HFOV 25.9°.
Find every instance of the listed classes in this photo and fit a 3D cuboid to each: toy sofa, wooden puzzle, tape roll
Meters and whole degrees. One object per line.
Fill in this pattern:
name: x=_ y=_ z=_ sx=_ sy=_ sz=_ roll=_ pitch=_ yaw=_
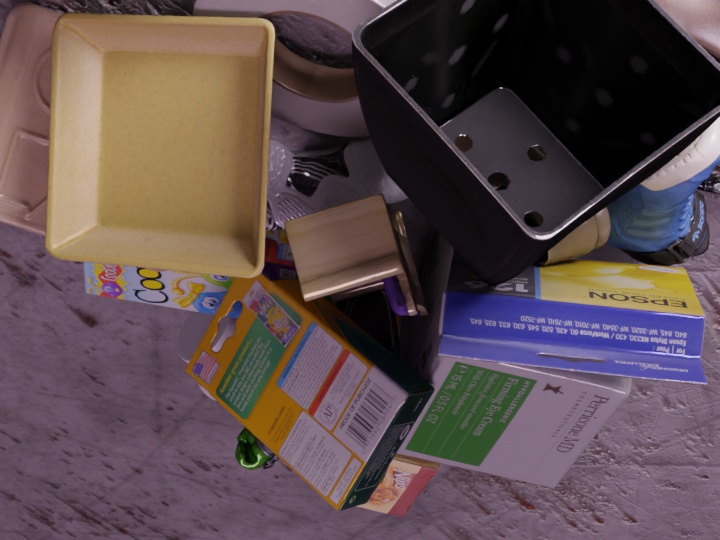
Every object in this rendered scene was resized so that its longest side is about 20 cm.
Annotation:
toy sofa: x=0.000 y=0.000 z=1.285 sx=0.083 sy=0.098 sz=0.200 roll=-15 pitch=177 yaw=5
wooden puzzle: x=-0.226 y=-0.113 z=1.335 sx=0.200 sy=0.046 sz=0.185 roll=17 pitch=103 yaw=-16
tape roll: x=-0.034 y=-0.181 z=1.235 sx=0.202 sy=0.037 sz=0.203 roll=15 pitch=151 yaw=8

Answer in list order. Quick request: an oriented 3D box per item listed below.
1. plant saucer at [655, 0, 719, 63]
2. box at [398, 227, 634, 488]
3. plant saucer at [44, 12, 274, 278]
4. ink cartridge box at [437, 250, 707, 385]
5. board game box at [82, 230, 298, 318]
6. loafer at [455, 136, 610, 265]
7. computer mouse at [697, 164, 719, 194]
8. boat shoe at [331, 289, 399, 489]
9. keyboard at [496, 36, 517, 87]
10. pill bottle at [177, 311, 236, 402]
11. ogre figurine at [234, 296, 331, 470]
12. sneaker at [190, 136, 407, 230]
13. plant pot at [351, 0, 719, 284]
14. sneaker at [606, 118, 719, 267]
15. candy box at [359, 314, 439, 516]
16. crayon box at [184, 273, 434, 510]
plant saucer: x=0.231 y=-0.148 z=1.252 sx=0.200 sy=0.032 sz=0.200 roll=7 pitch=147 yaw=5
box: x=0.135 y=0.057 z=1.423 sx=0.171 sy=0.200 sz=0.199 roll=13 pitch=145 yaw=-8
plant saucer: x=-0.153 y=-0.102 z=1.255 sx=0.200 sy=0.200 sz=0.048 roll=5 pitch=-173 yaw=22
ink cartridge box: x=0.162 y=0.030 z=1.209 sx=0.197 sy=0.200 sz=0.047 roll=6 pitch=102 yaw=4
board game box: x=-0.148 y=-0.031 z=1.449 sx=0.200 sy=0.105 sz=0.103 roll=9 pitch=145 yaw=-1
loafer: x=0.112 y=-0.074 z=1.284 sx=0.200 sy=0.067 sz=0.076 roll=35 pitch=143 yaw=27
computer mouse: x=0.246 y=-0.072 z=1.355 sx=0.200 sy=0.034 sz=0.059 roll=1 pitch=144 yaw=12
boat shoe: x=0.005 y=0.103 z=1.406 sx=0.072 sy=0.202 sz=0.061 roll=4 pitch=-179 yaw=-19
keyboard: x=0.038 y=-0.203 z=1.230 sx=0.127 sy=0.021 sz=0.200 roll=-8 pitch=141 yaw=23
pill bottle: x=-0.092 y=0.107 z=1.630 sx=0.112 sy=0.113 sz=0.200 roll=-21 pitch=136 yaw=37
ogre figurine: x=-0.052 y=0.093 z=1.503 sx=0.120 sy=0.200 sz=0.098 roll=-19 pitch=112 yaw=45
sneaker: x=-0.055 y=-0.068 z=1.345 sx=0.200 sy=0.075 sz=0.115 roll=-8 pitch=174 yaw=-16
plant pot: x=0.118 y=-0.107 z=1.149 sx=0.200 sy=0.200 sz=0.177 roll=49 pitch=159 yaw=14
sneaker: x=0.256 y=-0.063 z=1.269 sx=0.111 sy=0.077 sz=0.200 roll=28 pitch=150 yaw=-19
candy box: x=0.045 y=0.127 z=1.547 sx=0.055 sy=0.200 sz=0.115 roll=15 pitch=145 yaw=-9
crayon box: x=-0.047 y=0.096 z=1.363 sx=0.052 sy=0.200 sz=0.126 roll=-3 pitch=128 yaw=-58
